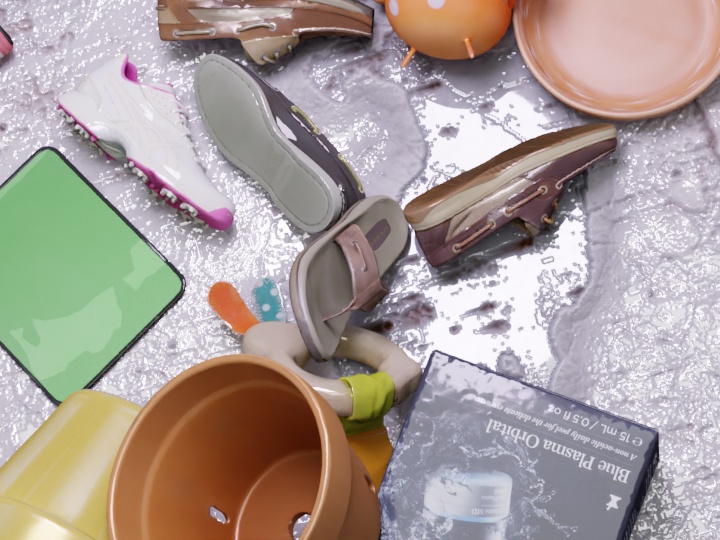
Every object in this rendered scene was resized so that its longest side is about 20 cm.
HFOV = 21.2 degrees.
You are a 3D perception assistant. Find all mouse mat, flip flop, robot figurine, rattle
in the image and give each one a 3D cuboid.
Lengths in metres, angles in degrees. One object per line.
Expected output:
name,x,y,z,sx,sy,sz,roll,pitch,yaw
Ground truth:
mouse mat,-0.272,0.003,1.715,0.161,0.008,0.200,-44,75,-6
flip flop,0.000,0.000,1.600,0.057,0.081,0.200,-7,27,33
robot figurine,0.086,-0.272,1.684,0.143,0.117,0.201,13,73,-2
rattle,-0.049,0.105,1.645,0.199,0.143,0.130,19,45,28

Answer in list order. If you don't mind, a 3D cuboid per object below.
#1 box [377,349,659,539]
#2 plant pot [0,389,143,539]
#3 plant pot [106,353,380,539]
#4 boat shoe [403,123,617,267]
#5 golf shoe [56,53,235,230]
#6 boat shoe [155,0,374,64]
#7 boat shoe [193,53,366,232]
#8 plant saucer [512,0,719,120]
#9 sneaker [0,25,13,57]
box,0.119,0.196,1.551,0.196,0.117,0.201,19,79,12
plant pot,-0.227,0.208,1.563,0.200,0.201,0.189,23,64,13
plant pot,-0.075,0.180,1.478,0.199,0.140,0.201,-13,62,27
boat shoe,0.137,-0.064,1.656,0.199,0.072,0.072,-26,103,-11
golf shoe,-0.177,-0.117,1.703,0.200,0.075,0.092,39,79,15
boat shoe,-0.088,-0.223,1.725,0.199,0.076,0.074,8,97,3
boat shoe,-0.072,-0.113,1.695,0.201,0.060,0.072,51,124,20
plant saucer,0.235,-0.224,1.695,0.199,0.037,0.201,-2,74,6
sneaker,-0.416,-0.244,1.770,0.200,0.074,0.087,40,84,16
